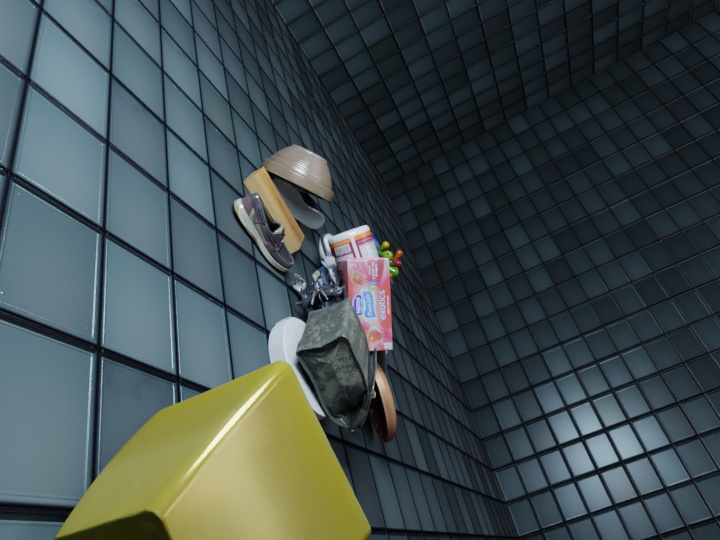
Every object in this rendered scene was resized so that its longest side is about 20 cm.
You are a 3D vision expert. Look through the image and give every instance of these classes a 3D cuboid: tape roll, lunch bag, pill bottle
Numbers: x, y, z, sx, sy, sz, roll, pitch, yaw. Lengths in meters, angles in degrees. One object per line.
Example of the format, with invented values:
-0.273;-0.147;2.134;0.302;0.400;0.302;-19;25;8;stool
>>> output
-0.109;0.190;0.983;0.204;0.037;0.203;59;14;-24;tape roll
-0.029;0.184;0.985;0.164;0.116;0.202;-81;149;-69;lunch bag
0.000;0.000;1.249;0.110;0.108;0.202;-45;117;-77;pill bottle

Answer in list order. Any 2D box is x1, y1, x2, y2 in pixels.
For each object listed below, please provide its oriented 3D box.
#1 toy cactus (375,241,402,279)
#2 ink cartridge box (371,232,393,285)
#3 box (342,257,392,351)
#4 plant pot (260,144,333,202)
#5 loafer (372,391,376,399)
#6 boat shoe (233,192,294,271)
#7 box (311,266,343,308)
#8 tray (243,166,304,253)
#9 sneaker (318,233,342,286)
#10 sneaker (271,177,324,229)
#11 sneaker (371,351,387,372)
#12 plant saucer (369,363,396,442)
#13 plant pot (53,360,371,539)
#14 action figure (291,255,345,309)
0.039;-0.044;1.359;0.164;0.103;0.200;34;-1;-2;toy cactus
0.007;-0.026;1.639;0.076;0.135;0.202;53;16;-59;ink cartridge box
0.013;0.073;1.139;0.103;0.093;0.203;-159;-114;-81;box
-0.148;-0.260;1.313;0.199;0.093;0.201;26;2;-1;plant pot
-0.029;0.212;1.146;0.201;0.072;0.073;60;41;-14;loafer
-0.192;-0.080;1.089;0.201;0.064;0.072;57;13;-34;boat shoe
-0.056;0.091;1.381;0.200;0.037;0.138;45;22;-57;box
-0.204;-0.146;1.233;0.201;0.037;0.099;61;13;-19;tray
-0.033;-0.020;1.348;0.077;0.085;0.201;-33;87;-39;sneaker
-0.184;-0.191;1.358;0.200;0.071;0.099;38;10;-43;sneaker
0.045;0.218;1.474;0.089;0.074;0.202;45;24;-52;sneaker
0.043;0.299;1.200;0.200;0.032;0.203;168;-90;-77;plant saucer
-0.139;0.233;0.464;0.202;0.199;0.176;64;23;-3;plant pot
-0.096;0.032;1.162;0.200;0.118;0.103;-58;124;-90;action figure
